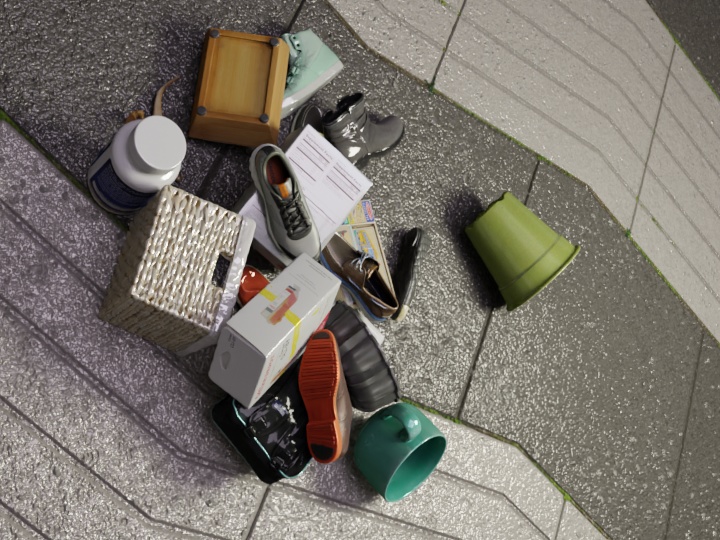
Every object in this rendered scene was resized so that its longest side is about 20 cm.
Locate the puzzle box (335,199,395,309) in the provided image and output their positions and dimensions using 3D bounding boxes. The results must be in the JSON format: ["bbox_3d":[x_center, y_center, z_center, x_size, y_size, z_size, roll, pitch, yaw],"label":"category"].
[{"bbox_3d":[-0.011,-0.030,1.615,0.131,0.025,0.204,-9,79,-41],"label":"puzzle box"}]

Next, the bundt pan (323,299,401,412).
[{"bbox_3d":[-0.015,0.157,1.465,0.075,0.201,0.205,-31,97,-15],"label":"bundt pan"}]

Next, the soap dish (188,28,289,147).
[{"bbox_3d":[-0.210,-0.322,1.499,0.153,0.081,0.205,7,74,-5],"label":"soap dish"}]

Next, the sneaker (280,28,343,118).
[{"bbox_3d":[-0.134,-0.370,1.605,0.119,0.074,0.200,48,59,-6],"label":"sneaker"}]

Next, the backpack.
[{"bbox_3d":[-0.130,0.225,1.404,0.177,0.153,0.200,50,57,-9],"label":"backpack"}]

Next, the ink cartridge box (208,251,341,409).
[{"bbox_3d":[-0.129,0.091,1.310,0.083,0.146,0.200,35,47,11],"label":"ink cartridge box"}]

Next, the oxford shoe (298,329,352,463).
[{"bbox_3d":[-0.050,0.195,1.350,0.072,0.070,0.205,7,81,-63],"label":"oxford shoe"}]

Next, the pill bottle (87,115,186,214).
[{"bbox_3d":[-0.342,-0.165,1.326,0.109,0.199,0.114,9,73,-31],"label":"pill bottle"}]

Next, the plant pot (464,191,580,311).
[{"bbox_3d":[0.319,-0.054,1.783,0.191,0.200,0.200,48,56,1],"label":"plant pot"}]

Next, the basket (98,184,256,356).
[{"bbox_3d":[-0.284,0.004,1.327,0.159,0.199,0.202,24,66,-25],"label":"basket"}]

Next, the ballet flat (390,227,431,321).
[{"bbox_3d":[0.101,0.009,1.672,0.056,0.066,0.204,32,63,-30],"label":"ballet flat"}]

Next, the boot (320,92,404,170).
[{"bbox_3d":[0.011,-0.282,1.645,0.200,0.069,0.134,-44,136,-35],"label":"boot"}]

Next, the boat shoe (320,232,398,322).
[{"bbox_3d":[0.000,0.000,1.547,0.201,0.072,0.073,49,50,-14],"label":"boat shoe"}]

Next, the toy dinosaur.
[{"bbox_3d":[-0.344,-0.245,1.445,0.106,0.059,0.205,22,58,-70],"label":"toy dinosaur"}]

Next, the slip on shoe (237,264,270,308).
[{"bbox_3d":[-0.150,0.071,1.487,0.074,0.061,0.202,-42,101,-32],"label":"slip on shoe"}]

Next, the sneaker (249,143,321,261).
[{"bbox_3d":[-0.116,-0.099,1.339,0.073,0.079,0.204,-26,101,-12],"label":"sneaker"}]

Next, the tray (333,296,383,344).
[{"bbox_3d":[-0.040,0.097,1.580,0.200,0.022,0.108,45,59,-17],"label":"tray"}]

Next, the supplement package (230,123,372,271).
[{"bbox_3d":[-0.110,-0.116,1.460,0.150,0.151,0.201,40,82,-14],"label":"supplement package"}]

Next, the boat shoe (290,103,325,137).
[{"bbox_3d":[-0.091,-0.222,1.599,0.071,0.060,0.206,15,70,-31],"label":"boat shoe"}]

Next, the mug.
[{"bbox_3d":[0.068,0.298,1.511,0.150,0.188,0.114,-2,36,-50],"label":"mug"}]
